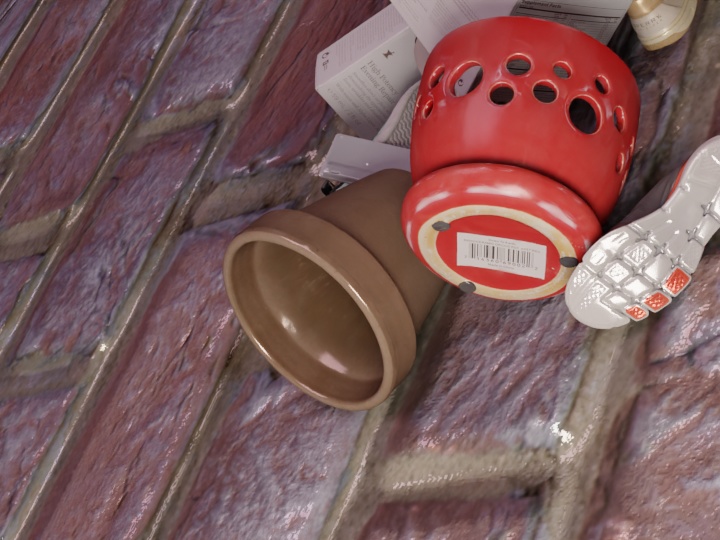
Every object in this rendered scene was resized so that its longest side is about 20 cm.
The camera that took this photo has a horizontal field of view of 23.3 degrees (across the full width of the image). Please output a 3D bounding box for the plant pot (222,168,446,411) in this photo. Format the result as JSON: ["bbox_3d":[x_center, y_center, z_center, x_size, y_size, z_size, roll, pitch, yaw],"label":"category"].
[{"bbox_3d":[0.000,0.000,1.605,0.199,0.202,0.175,-3,32,48],"label":"plant pot"}]

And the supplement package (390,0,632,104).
[{"bbox_3d":[0.147,-0.294,1.639,0.192,0.146,0.201,57,132,35],"label":"supplement package"}]

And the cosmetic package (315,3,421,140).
[{"bbox_3d":[0.058,-0.232,1.863,0.199,0.102,0.074,-32,34,24],"label":"cosmetic package"}]

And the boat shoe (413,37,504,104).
[{"bbox_3d":[0.117,-0.180,1.720,0.075,0.092,0.201,111,157,-44],"label":"boat shoe"}]

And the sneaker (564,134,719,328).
[{"bbox_3d":[0.251,-0.029,1.444,0.200,0.077,0.082,-42,4,4],"label":"sneaker"}]

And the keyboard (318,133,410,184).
[{"bbox_3d":[0.061,-0.091,1.673,0.198,0.011,0.057,14,50,14],"label":"keyboard"}]

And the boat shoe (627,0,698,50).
[{"bbox_3d":[0.296,-0.306,1.691,0.073,0.069,0.201,-19,40,36],"label":"boat shoe"}]

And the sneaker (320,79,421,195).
[{"bbox_3d":[0.037,-0.121,1.786,0.200,0.074,0.118,-46,2,-33],"label":"sneaker"}]

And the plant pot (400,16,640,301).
[{"bbox_3d":[0.135,-0.090,1.509,0.199,0.200,0.184,-17,45,39],"label":"plant pot"}]
